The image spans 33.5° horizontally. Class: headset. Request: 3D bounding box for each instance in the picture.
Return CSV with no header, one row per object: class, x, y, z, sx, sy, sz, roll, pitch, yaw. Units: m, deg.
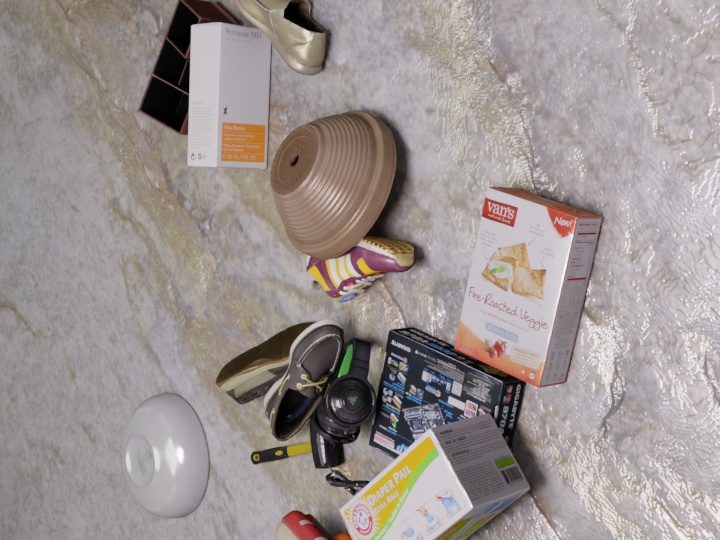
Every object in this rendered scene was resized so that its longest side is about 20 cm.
headset,-0.009,0.188,1.555,0.124,0.093,0.202,116,168,-57

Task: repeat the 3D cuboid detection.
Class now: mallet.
mallet,-0.094,0.267,1.707,0.199,0.041,0.067,-30,67,46

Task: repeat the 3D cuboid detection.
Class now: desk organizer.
desk organizer,-0.262,-0.307,1.819,0.072,0.076,0.202,45,122,34

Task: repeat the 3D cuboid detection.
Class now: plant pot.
plant pot,-0.053,-0.125,1.558,0.200,0.092,0.204,-27,52,39

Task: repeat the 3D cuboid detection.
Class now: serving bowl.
serving bowl,-0.328,0.301,1.922,0.198,0.065,0.204,2,93,44

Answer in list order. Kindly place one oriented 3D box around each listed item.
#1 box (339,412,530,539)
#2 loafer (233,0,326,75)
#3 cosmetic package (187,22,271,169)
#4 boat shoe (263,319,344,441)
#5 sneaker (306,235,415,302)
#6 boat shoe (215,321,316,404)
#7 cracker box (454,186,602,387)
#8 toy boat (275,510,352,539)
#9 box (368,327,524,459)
box,0.083,0.270,1.408,0.200,0.111,0.102,-48,62,38
loafer,-0.107,-0.358,1.668,0.201,0.075,0.069,50,123,20
cosmetic package,-0.189,-0.250,1.733,0.071,0.101,0.204,7,98,44
boat shoe,-0.072,0.151,1.627,0.202,0.071,0.061,-59,29,36
sneaker,0.000,0.000,1.574,0.199,0.074,0.092,13,99,53
boat shoe,-0.114,0.134,1.701,0.198,0.065,0.074,-23,31,30
cracker box,0.192,0.017,1.388,0.133,0.057,0.203,22,107,42
toy boat,-0.017,0.368,1.581,0.131,0.131,0.199,-45,29,-10
box,0.103,0.178,1.492,0.199,0.046,0.162,22,108,43
